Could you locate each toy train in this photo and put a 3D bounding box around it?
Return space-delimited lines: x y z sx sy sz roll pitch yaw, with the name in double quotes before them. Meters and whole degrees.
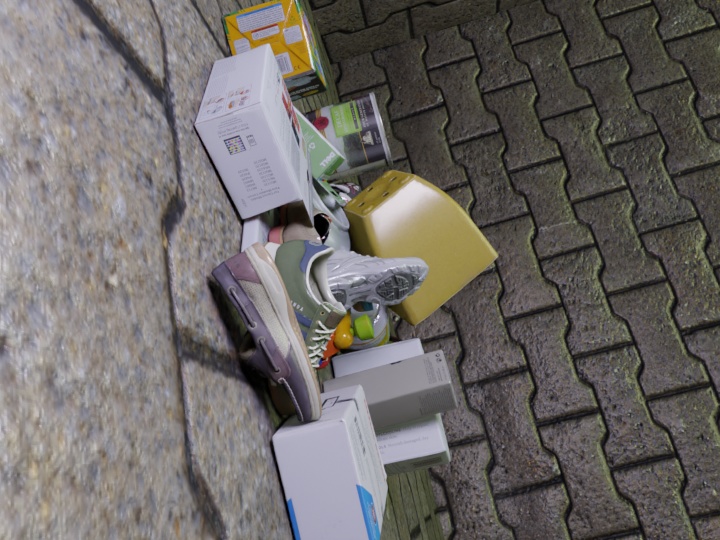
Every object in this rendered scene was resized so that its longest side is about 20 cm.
"toy train" -0.031 0.098 0.871 0.200 0.115 0.085 -98 171 -51

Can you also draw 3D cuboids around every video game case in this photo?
"video game case" -0.114 -0.007 0.813 0.200 0.023 0.183 -99 172 -51

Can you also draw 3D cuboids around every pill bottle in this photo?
"pill bottle" -0.004 0.088 1.094 0.200 0.112 0.113 80 -3 -68

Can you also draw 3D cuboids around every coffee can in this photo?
"coffee can" -0.050 -0.249 1.185 0.146 0.199 0.147 -15 90 -85

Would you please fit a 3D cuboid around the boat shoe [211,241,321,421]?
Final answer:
"boat shoe" -0.092 0.071 0.609 0.072 0.065 0.201 -135 -154 -63

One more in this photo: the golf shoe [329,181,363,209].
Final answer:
"golf shoe" -0.038 -0.147 1.192 0.088 0.077 0.200 27 3 -30

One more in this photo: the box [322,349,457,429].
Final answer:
"box" 0.047 0.196 0.955 0.069 0.199 0.082 -100 173 -45

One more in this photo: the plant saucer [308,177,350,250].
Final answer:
"plant saucer" -0.069 -0.100 1.014 0.200 0.050 0.200 50 14 -17

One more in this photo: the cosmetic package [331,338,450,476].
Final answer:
"cosmetic package" 0.058 0.256 1.097 0.167 0.166 0.201 65 12 -63

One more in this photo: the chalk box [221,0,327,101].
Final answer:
"chalk box" -0.134 -0.357 1.025 0.200 0.124 0.125 -63 138 -84

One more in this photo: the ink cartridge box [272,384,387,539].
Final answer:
"ink cartridge box" -0.028 0.230 0.714 0.200 0.084 0.147 14 62 -85

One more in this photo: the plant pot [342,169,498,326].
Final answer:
"plant pot" 0.081 -0.062 1.064 0.200 0.195 0.194 56 -9 -23

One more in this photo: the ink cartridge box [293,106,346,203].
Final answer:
"ink cartridge box" -0.081 -0.203 1.016 0.200 0.059 0.104 45 7 -2

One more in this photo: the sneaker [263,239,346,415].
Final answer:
"sneaker" -0.059 0.062 0.688 0.067 0.089 0.201 7 77 -74

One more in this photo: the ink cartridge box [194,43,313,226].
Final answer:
"ink cartridge box" -0.126 -0.164 0.775 0.200 0.083 0.176 -97 169 -52

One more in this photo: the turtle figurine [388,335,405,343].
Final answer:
"turtle figurine" 0.022 0.204 1.366 0.194 0.200 0.144 54 32 -9

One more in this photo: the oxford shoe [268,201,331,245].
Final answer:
"oxford shoe" -0.071 -0.057 0.834 0.200 0.074 0.071 -88 161 -64

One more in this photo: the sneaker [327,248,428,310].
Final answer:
"sneaker" 0.000 0.000 0.872 0.100 0.199 0.078 -118 -153 -43
